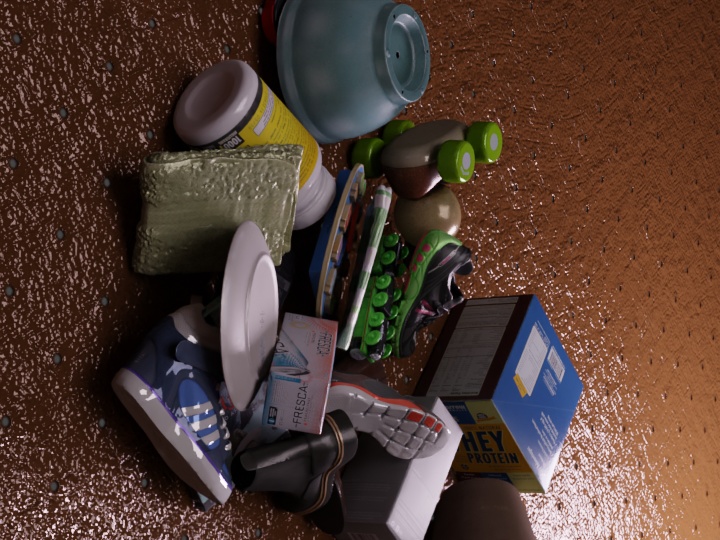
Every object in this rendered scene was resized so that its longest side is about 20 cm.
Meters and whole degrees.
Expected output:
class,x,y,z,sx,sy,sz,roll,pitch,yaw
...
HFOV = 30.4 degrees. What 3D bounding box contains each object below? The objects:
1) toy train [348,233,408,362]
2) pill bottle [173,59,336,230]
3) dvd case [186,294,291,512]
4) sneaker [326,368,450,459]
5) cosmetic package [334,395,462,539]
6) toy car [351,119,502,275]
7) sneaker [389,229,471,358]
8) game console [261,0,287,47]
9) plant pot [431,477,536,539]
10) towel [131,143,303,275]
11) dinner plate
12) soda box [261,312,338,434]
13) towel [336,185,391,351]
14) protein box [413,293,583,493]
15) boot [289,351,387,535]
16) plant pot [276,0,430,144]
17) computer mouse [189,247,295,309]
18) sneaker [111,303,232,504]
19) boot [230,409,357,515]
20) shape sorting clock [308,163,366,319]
class,x,y,z,sx,sy,sz,roll,pitch,yaw
toy train,0.021,0.034,1.721,0.042,0.056,0.202,50,38,-39
pill bottle,-0.115,-0.138,1.528,0.200,0.111,0.114,46,51,-40
dvd case,-0.159,0.144,1.469,0.146,0.022,0.202,-38,123,-35
sneaker,0.027,0.163,1.622,0.199,0.077,0.082,28,28,-29
cosmetic package,0.044,0.263,1.702,0.091,0.106,0.201,56,47,-32
toy car,0.098,-0.091,1.787,0.157,0.163,0.203,-35,123,-49
sneaker,0.091,0.042,1.750,0.077,0.083,0.201,-82,-169,-55
game console,-0.051,-0.342,1.711,0.177,0.031,0.202,40,56,-44
plant pot,0.167,0.385,1.810,0.200,0.199,0.176,39,38,-44
towel,-0.154,-0.066,1.448,0.198,0.036,0.150,-8,120,-33
dinner plate,-0.113,0.048,1.412,0.200,0.024,0.203,3,90,-80
soda box,-0.065,0.111,1.486,0.200,0.067,0.064,-85,-175,-74
towel,0.000,0.000,1.637,0.153,0.023,0.203,129,-23,-84
protein box,0.201,0.177,1.901,0.199,0.134,0.201,57,44,-32
boot,-0.013,0.207,1.671,0.200,0.064,0.189,-31,108,-55
plant pot,0.005,-0.263,1.651,0.200,0.133,0.203,3,87,-59
computer mouse,-0.149,0.041,1.522,0.140,0.046,0.203,29,70,-46
sneaker,-0.158,0.132,1.395,0.147,0.080,0.201,-47,122,-24
boot,-0.098,0.231,1.498,0.137,0.201,0.078,-16,60,-30
shape sorting clock,-0.022,-0.032,1.629,0.200,0.039,0.203,13,90,-81
